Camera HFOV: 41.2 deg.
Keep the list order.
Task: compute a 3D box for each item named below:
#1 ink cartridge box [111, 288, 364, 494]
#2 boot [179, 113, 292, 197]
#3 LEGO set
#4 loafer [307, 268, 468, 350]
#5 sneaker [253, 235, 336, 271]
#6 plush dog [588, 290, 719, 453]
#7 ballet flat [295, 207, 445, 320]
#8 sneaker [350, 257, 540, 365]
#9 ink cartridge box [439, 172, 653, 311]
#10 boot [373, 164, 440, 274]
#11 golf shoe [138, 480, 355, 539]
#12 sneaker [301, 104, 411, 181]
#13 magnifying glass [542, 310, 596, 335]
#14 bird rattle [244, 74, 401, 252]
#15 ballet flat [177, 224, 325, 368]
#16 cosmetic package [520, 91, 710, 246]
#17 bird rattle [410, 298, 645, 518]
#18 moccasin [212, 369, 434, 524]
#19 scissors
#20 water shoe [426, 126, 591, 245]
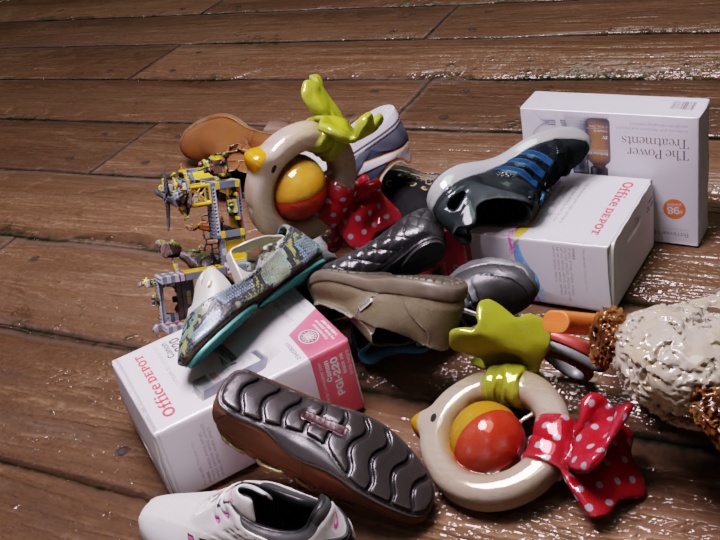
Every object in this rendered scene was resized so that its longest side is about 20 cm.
[{"bbox_3d":[-0.118,0.108,0.912,0.198,0.086,0.145,-26,33,-18],"label":"ink cartridge box"},{"bbox_3d":[-0.195,-0.157,1.396,0.196,0.078,0.156,5,38,13],"label":"boot"},{"bbox_3d":[-0.189,-0.020,1.019,0.114,0.204,0.153,-9,19,-24],"label":"LEGO set"},{"bbox_3d":[0.017,0.035,0.891,0.075,0.069,0.199,3,0,-37],"label":"loafer"},{"bbox_3d":[-0.061,-0.014,1.118,0.090,0.077,0.201,11,35,5],"label":"sneaker"},{"bbox_3d":[0.268,0.070,0.723,0.170,0.163,0.199,-2,22,-36],"label":"plush dog"},{"bbox_3d":[0.000,0.000,1.014,0.197,0.067,0.057,-25,45,6],"label":"ballet flat"},{"bbox_3d":[0.085,0.048,0.958,0.197,0.074,0.082,-16,33,14],"label":"sneaker"},{"bbox_3d":[0.199,-0.039,1.034,0.197,0.087,0.148,10,38,32],"label":"ink cartridge box"},{"bbox_3d":[0.039,-0.056,1.139,0.197,0.074,0.151,8,37,24],"label":"boot"},{"bbox_3d":[-0.094,0.194,0.756,0.197,0.093,0.073,1,34,24],"label":"golf shoe"},{"bbox_3d":[-0.029,-0.109,1.124,0.198,0.080,0.079,-29,28,5],"label":"sneaker"},{"bbox_3d":[0.221,0.050,0.840,0.079,0.023,0.198,0,-6,41],"label":"magnifying glass"},{"bbox_3d":[-0.049,-0.095,1.003,0.161,0.202,0.113,-26,49,-23],"label":"bird rattle"},{"bbox_3d":[-0.116,0.017,0.903,0.073,0.075,0.200,11,33,33],"label":"ballet flat"},{"bbox_3d":[0.282,-0.115,1.064,0.197,0.153,0.052,9,38,32],"label":"cosmetic package"},{"bbox_3d":[0.131,0.136,0.798,0.162,0.113,0.201,-32,51,-2],"label":"bird rattle"},{"bbox_3d":[-0.033,0.155,0.794,0.198,0.078,0.074,19,49,6],"label":"moccasin"},{"bbox_3d":[0.132,0.049,0.877,0.198,0.073,0.014,27,71,13],"label":"scissors"},{"bbox_3d":[0.164,-0.082,0.990,0.197,0.072,0.079,-22,59,-16],"label":"water shoe"}]
